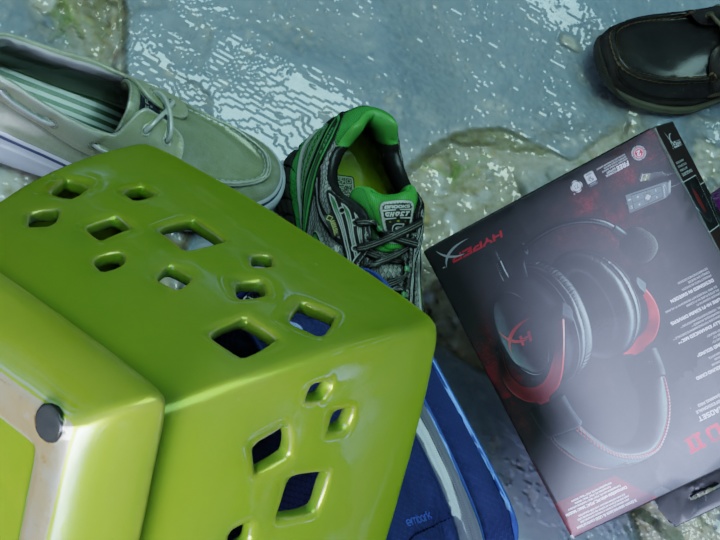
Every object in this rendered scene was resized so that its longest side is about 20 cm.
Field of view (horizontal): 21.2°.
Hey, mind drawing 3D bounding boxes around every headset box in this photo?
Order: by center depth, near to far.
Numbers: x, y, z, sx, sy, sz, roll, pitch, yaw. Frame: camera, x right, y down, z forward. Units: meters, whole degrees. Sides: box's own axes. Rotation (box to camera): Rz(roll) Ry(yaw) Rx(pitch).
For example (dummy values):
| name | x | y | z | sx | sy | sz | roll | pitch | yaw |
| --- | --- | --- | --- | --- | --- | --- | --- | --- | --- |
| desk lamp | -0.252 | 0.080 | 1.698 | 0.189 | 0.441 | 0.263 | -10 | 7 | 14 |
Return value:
| name | x | y | z | sx | sy | sz | roll | pitch | yaw |
| --- | --- | --- | --- | --- | --- | --- | --- | --- | --- |
| headset box | 0.149 | 0.041 | 1.056 | 0.201 | 0.148 | 0.075 | 63 | 18 | 2 |

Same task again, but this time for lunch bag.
| name | x | y | z | sx | sy | sz | roll | pitch | yaw |
| --- | --- | --- | --- | --- | --- | --- | --- | --- | --- |
| lunch bag | -0.024 | 0.095 | 0.967 | 0.132 | 0.136 | 0.201 | -13 | 71 | -48 |

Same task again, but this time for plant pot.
| name | x | y | z | sx | sy | sz | roll | pitch | yaw |
| --- | --- | --- | --- | --- | --- | --- | --- | --- | --- |
| plant pot | -0.113 | 0.077 | 0.832 | 0.199 | 0.201 | 0.181 | 31 | 27 | 33 |

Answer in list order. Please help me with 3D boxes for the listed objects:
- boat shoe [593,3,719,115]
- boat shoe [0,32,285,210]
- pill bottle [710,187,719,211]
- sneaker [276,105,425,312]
| name | x | y | z | sx | sy | sz | roll | pitch | yaw |
| --- | --- | --- | --- | --- | --- | --- | --- | --- | --- |
| boat shoe | 0.247 | -0.153 | 1.279 | 0.199 | 0.073 | 0.075 | -6 | 66 | -29 |
| boat shoe | -0.130 | -0.074 | 1.057 | 0.199 | 0.062 | 0.072 | 14 | 58 | -19 |
| pill bottle | 0.249 | -0.003 | 1.174 | 0.200 | 0.112 | 0.112 | -32 | 80 | -35 |
| sneaker | 0.000 | 0.000 | 1.067 | 0.078 | 0.085 | 0.201 | -1 | 64 | -26 |
